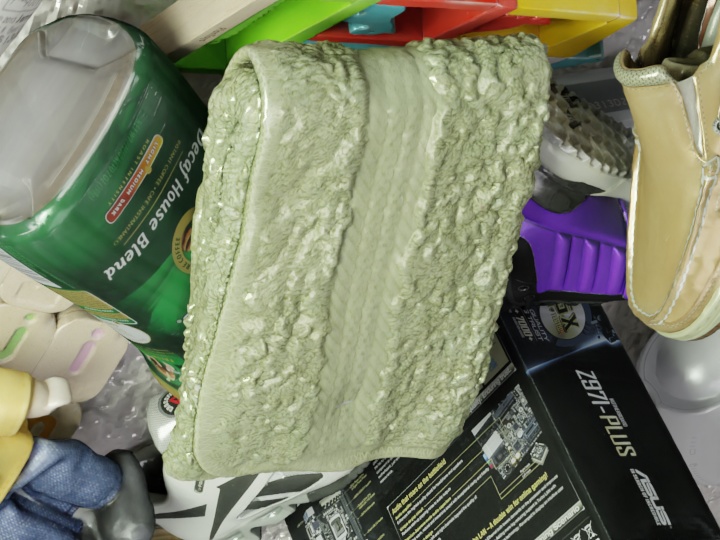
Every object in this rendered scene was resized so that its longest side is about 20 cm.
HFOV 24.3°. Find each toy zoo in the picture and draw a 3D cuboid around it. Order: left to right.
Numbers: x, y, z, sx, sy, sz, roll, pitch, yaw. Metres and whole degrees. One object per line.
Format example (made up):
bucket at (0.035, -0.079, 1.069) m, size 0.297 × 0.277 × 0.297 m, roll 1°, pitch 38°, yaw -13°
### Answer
toy zoo at (0.022, -0.102, 0.699) m, size 0.198 × 0.021 × 0.131 m, roll -1°, pitch 173°, yaw -29°

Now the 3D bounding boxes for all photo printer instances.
photo printer at (0.249, 0.047, 0.977) m, size 0.199 × 0.070 × 0.167 m, roll -34°, pitch 153°, yaw 2°

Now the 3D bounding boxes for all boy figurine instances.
boy figurine at (-0.181, 0.088, 0.744) m, size 0.124 × 0.065 × 0.199 m, roll -43°, pitch 140°, yaw 15°

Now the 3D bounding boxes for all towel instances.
towel at (0.000, 0.000, 0.669) m, size 0.147 × 0.037 × 0.202 m, roll -7°, pitch 125°, yaw -28°

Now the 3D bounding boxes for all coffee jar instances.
coffee jar at (-0.079, -0.012, 0.715) m, size 0.200 × 0.085 × 0.105 m, roll 45°, pitch 69°, yaw -48°

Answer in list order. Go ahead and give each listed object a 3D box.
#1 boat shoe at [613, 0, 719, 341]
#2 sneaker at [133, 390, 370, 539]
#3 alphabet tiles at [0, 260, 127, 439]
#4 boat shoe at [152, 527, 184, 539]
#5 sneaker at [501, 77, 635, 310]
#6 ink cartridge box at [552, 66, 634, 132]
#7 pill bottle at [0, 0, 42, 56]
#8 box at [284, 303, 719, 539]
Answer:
boat shoe at (0.133, -0.072, 0.679) m, size 0.075 × 0.072 × 0.202 m, roll 6°, pitch 100°, yaw -30°
sneaker at (-0.055, 0.076, 0.822) m, size 0.088 × 0.075 × 0.200 m, roll 22°, pitch 131°, yaw -28°
alphabet tiles at (-0.208, 0.042, 0.753) m, size 0.199 × 0.015 × 0.196 m, roll 14°, pitch 120°, yaw -39°
boat shoe at (-0.177, 0.175, 0.869) m, size 0.198 × 0.071 × 0.065 m, roll -10°, pitch 124°, yaw -30°
sneaker at (0.101, -0.016, 0.783) m, size 0.199 × 0.070 × 0.099 m, roll 28°, pitch 118°, yaw -40°
ink cartridge box at (0.059, -0.013, 0.861) m, size 0.161 × 0.050 × 0.201 m, roll -11°, pitch 146°, yaw -23°
pill bottle at (-0.116, -0.169, 0.548) m, size 0.114 × 0.115 × 0.200 m, roll 25°, pitch 113°, yaw -43°
box at (0.061, 0.123, 0.855) m, size 0.086 × 0.165 × 0.200 m, roll 5°, pitch 138°, yaw -40°
